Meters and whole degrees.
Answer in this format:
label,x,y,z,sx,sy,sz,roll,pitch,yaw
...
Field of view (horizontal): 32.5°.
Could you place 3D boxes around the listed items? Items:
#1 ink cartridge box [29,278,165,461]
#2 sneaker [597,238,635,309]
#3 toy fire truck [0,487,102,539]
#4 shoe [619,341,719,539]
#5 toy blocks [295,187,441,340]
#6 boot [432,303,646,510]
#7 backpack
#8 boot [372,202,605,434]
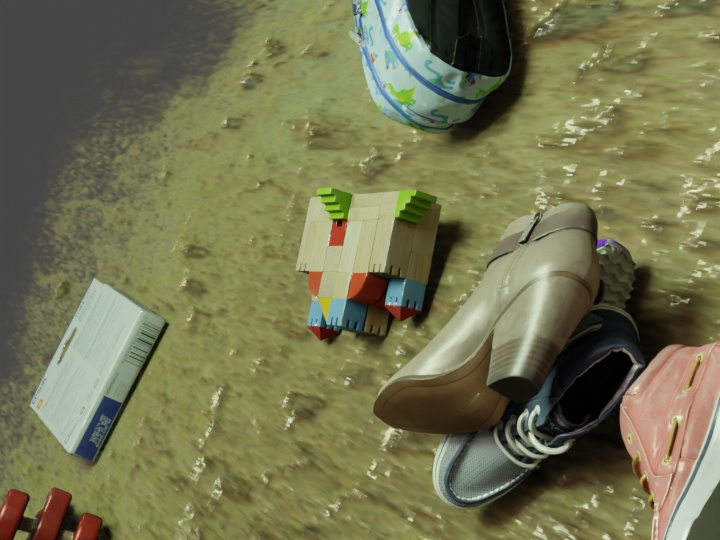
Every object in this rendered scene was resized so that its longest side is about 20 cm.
label,x,y,z,sx,sy,sz,roll,pitch,yaw
ink cartridge box,-0.340,0.121,1.582,0.200,0.043,0.197,23,86,60
sneaker,0.124,0.037,0.971,0.200,0.070,0.100,-48,32,18
toy fire truck,-0.377,0.347,1.415,0.168,0.112,0.200,132,155,-66
shoe,0.206,0.134,0.782,0.091,0.071,0.200,-7,53,54
toy blocks,0.000,0.000,1.170,0.200,0.100,0.137,0,77,55
boot,0.122,0.108,0.888,0.200,0.073,0.090,-51,4,15
backpack,0.071,-0.232,1.195,0.154,0.163,0.200,-53,38,28
boot,0.095,0.033,0.892,0.200,0.070,0.146,-21,40,50
